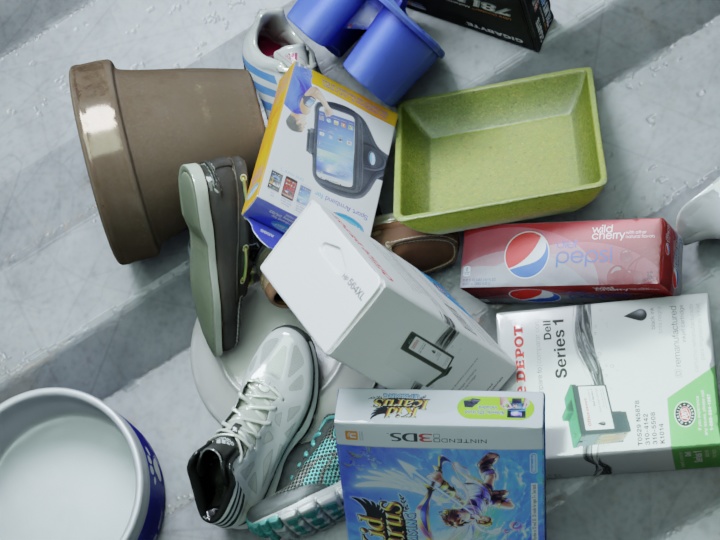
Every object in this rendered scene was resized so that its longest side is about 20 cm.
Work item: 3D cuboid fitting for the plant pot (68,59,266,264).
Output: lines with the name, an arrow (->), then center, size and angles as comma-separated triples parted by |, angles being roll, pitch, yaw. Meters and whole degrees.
plant pot -> -0.178, -0.124, 1.760 | 0.173, 0.200, 0.202 | -15, 70, -2

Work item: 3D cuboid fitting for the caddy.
caddy -> 0.013, -0.241, 1.749 | 0.141, 0.200, 0.105 | 40, 96, 3

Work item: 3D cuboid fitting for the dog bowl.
dog bowl -> -0.291, 0.219, 1.733 | 0.198, 0.079, 0.202 | -4, 72, 12

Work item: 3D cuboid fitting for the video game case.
video game case -> 0.074, 0.189, 1.591 | 0.179, 0.201, 0.046 | 1, 42, 8

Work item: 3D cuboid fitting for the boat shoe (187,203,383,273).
boat shoe -> -0.077, -0.045, 1.764 | 0.198, 0.068, 0.072 | -6, 56, 8

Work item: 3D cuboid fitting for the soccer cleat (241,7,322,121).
soccer cleat -> -0.063, -0.172, 1.791 | 0.069, 0.087, 0.201 | -20, 67, -25

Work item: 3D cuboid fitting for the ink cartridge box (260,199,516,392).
ink cartridge box -> 0.024, 0.042, 1.605 | 0.084, 0.199, 0.146 | -50, 43, 9

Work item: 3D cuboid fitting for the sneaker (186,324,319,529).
sneaker -> -0.099, 0.147, 1.675 | 0.075, 0.115, 0.202 | 18, 89, 15

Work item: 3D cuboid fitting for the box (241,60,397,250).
box -> -0.038, -0.093, 1.695 | 0.118, 0.041, 0.201 | 25, 49, -16

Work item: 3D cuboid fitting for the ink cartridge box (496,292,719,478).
ink cartridge box -> 0.226, 0.108, 1.648 | 0.198, 0.084, 0.147 | -6, 71, 10

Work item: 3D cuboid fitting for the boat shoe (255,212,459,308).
boat shoe -> 0.000, 0.000, 1.723 | 0.198, 0.076, 0.072 | -12, 43, 2

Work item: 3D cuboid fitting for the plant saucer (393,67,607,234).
plant saucer -> 0.134, -0.105, 1.719 | 0.198, 0.048, 0.201 | -10, 37, 10

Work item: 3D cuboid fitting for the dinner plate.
dinner plate -> -0.074, 0.071, 1.761 | 0.198, 0.024, 0.202 | -3, 73, 11

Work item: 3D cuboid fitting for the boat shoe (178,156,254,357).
boat shoe -> -0.128, -0.011, 1.707 | 0.060, 0.203, 0.072 | -16, 32, -21

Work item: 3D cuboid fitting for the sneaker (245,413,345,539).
sneaker -> -0.024, 0.182, 1.693 | 0.199, 0.078, 0.092 | -27, 64, -7

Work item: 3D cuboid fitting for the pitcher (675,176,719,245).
pitcher -> 0.414, -0.050, 1.637 | 0.199, 0.121, 0.172 | 33, 91, 29

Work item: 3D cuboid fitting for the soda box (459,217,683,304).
soda box -> 0.196, -0.007, 1.675 | 0.198, 0.070, 0.064 | -2, 74, 27

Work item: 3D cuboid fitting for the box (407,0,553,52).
box -> 0.082, -0.300, 1.747 | 0.199, 0.199, 0.050 | 23, 77, 18
